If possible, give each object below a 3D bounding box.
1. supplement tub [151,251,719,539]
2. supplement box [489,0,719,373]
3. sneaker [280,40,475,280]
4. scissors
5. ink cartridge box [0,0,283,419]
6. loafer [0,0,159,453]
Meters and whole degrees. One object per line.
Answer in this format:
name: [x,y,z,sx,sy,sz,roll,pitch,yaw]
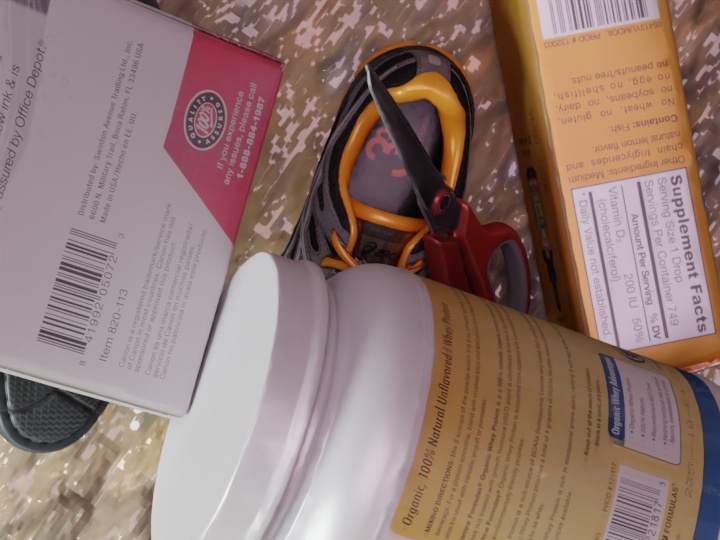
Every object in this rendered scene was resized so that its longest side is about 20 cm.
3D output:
supplement tub: [0.035,0.082,0.853,0.199,0.145,0.145,20,90,-17]
supplement box: [0.102,-0.053,0.952,0.068,0.067,0.201,-9,92,-7]
sneaker: [0.000,0.000,0.941,0.078,0.077,0.201,12,92,-5]
scissors: [0.036,-0.026,0.900,0.014,0.201,0.073,26,57,33]
ink cartridge box: [-0.144,-0.043,0.836,0.199,0.083,0.147,20,84,-34]
loafer: [-0.125,-0.026,0.951,0.072,0.063,0.201,8,94,-34]
